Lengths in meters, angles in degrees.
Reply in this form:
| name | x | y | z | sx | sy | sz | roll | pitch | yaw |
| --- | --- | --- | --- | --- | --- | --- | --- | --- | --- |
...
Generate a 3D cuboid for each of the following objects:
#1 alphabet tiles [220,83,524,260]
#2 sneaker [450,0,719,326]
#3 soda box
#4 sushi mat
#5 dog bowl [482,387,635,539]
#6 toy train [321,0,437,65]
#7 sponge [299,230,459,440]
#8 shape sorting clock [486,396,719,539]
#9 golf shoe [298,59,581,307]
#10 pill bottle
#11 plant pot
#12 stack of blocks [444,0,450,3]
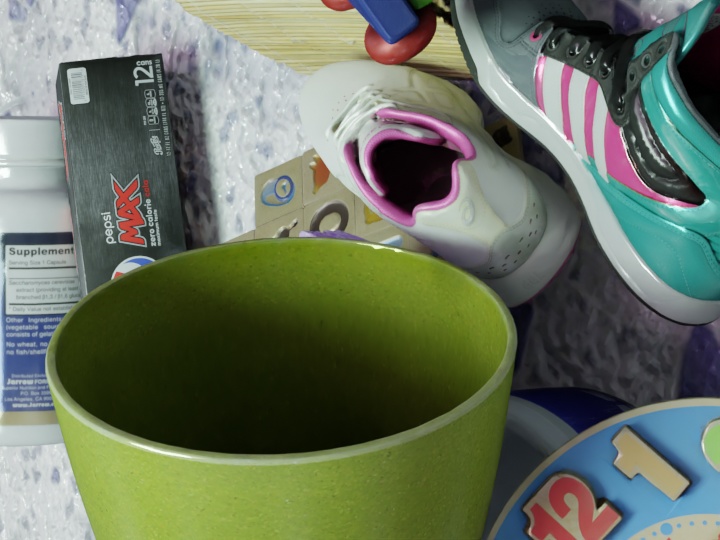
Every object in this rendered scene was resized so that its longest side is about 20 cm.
| name | x | y | z | sx | sy | sz | roll | pitch | yaw |
| --- | --- | --- | --- | --- | --- | --- | --- | --- | --- |
| alphabet tiles | 0.000 | 0.000 | 0.996 | 0.200 | 0.006 | 0.167 | -23 | 55 | 31 |
| sneaker | 0.121 | -0.088 | 0.848 | 0.200 | 0.084 | 0.121 | 56 | 138 | 21 |
| soda box | -0.138 | -0.023 | 1.176 | 0.071 | 0.063 | 0.200 | 150 | 113 | -78 |
| sushi mat | -0.004 | -0.119 | 0.999 | 0.200 | 0.096 | 0.012 | 9 | 78 | 50 |
| dog bowl | 0.079 | 0.155 | 0.926 | 0.200 | 0.079 | 0.200 | 6 | 98 | 51 |
| toy train | 0.010 | -0.182 | 0.899 | 0.116 | 0.085 | 0.200 | -37 | 32 | 1 |
| sponge | 0.001 | 0.091 | 0.925 | 0.112 | 0.030 | 0.200 | 25 | 111 | 40 |
| shape sorting clock | 0.141 | 0.151 | 0.799 | 0.200 | 0.039 | 0.200 | 0 | 89 | 14 |
| golf shoe | 0.021 | -0.060 | 0.942 | 0.075 | 0.091 | 0.200 | -55 | 43 | 4 |
| pill bottle | -0.212 | 0.004 | 1.249 | 0.111 | 0.111 | 0.200 | 7 | 98 | 51 |
| plant pot | -0.028 | 0.116 | 0.828 | 0.187 | 0.187 | 0.200 | 28 | 129 | 46 |
| stack of blocks | -0.017 | -0.195 | 1.032 | 0.200 | 0.059 | 0.115 | 7 | 98 | 51 |
